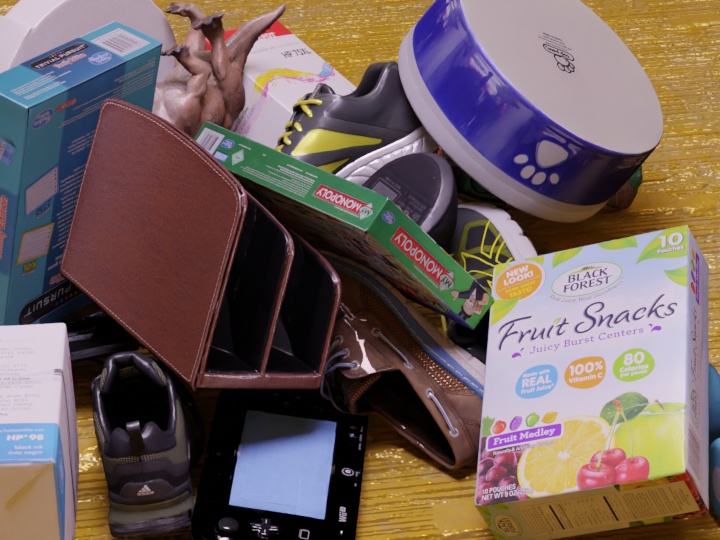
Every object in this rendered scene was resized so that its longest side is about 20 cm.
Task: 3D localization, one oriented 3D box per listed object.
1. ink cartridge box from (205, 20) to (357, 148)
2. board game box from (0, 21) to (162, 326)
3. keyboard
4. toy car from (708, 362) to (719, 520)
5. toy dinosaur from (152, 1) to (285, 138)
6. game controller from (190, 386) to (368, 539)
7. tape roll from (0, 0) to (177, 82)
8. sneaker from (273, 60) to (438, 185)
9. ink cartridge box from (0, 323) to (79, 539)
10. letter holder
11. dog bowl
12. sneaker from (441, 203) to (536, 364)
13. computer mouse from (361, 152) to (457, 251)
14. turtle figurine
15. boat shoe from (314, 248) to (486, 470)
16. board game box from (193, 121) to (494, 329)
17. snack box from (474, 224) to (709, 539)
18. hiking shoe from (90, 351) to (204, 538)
[{"bbox_3d":[-0.070,-0.136,1.826,0.200,0.067,0.116,41,28,15],"label":"ink cartridge box"},{"bbox_3d":[-0.213,-0.058,1.588,0.047,0.201,0.151,26,33,23],"label":"board game box"},{"bbox_3d":[-0.201,0.061,1.609,0.199,0.040,0.104,-10,16,7],"label":"keyboard"},{"bbox_3d":[0.304,0.042,1.472,0.183,0.201,0.177,-9,31,-13],"label":"toy car"},{"bbox_3d":[-0.125,-0.121,1.723,0.086,0.136,0.200,3,38,43],"label":"toy dinosaur"},{"bbox_3d":[-0.051,0.133,1.484,0.104,0.042,0.200,1,31,4],"label":"game controller"},{"bbox_3d":[-0.217,-0.125,1.727,0.037,0.204,0.202,23,37,35],"label":"tape roll"},{"bbox_3d":[-0.037,-0.092,1.697,0.199,0.085,0.074,-28,15,-18],"label":"sneaker"},{"bbox_3d":[-0.218,0.112,1.449,0.066,0.116,0.200,-3,30,-3],"label":"ink cartridge box"},{"bbox_3d":[-0.102,-0.025,1.513,0.100,0.143,0.200,2,20,-36],"label":"letter holder"},{"bbox_3d":[0.130,-0.137,1.708,0.200,0.079,0.201,27,35,-21],"label":"dog bowl"},{"bbox_3d":[0.089,0.014,1.637,0.084,0.075,0.200,-16,33,-23],"label":"sneaker"},{"bbox_3d":[0.000,0.000,1.643,0.200,0.053,0.139,-45,42,1],"label":"computer mouse"},{"bbox_3d":[0.118,-0.094,1.813,0.199,0.101,0.150,5,47,-24],"label":"turtle figurine"},{"bbox_3d":[0.009,0.059,1.529,0.200,0.072,0.072,33,49,11],"label":"boat shoe"},{"bbox_3d":[-0.015,-0.032,1.541,0.200,0.135,0.029,25,77,46],"label":"board game box"},{"bbox_3d":[0.152,0.073,1.466,0.142,0.053,0.201,-11,47,22],"label":"snack box"},{"bbox_3d":[-0.140,0.091,1.493,0.075,0.101,0.200,-5,25,-8],"label":"hiking shoe"}]
